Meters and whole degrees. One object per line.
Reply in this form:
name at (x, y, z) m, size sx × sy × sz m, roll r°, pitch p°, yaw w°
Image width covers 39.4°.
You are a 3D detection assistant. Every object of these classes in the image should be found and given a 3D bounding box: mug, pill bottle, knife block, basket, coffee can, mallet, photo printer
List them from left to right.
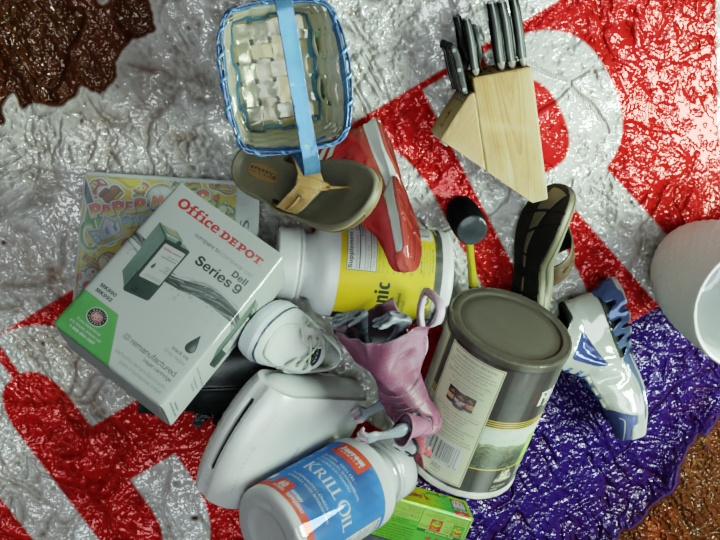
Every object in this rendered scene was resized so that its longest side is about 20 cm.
photo printer at (-0.095, 0.195, 1.168) m, size 0.199 × 0.069 × 0.167 m, roll 14°, pitch 109°, yaw -57°
basket at (-0.076, -0.202, 1.032) m, size 0.137 × 0.200 × 0.178 m, roll -9°, pitch 109°, yaw -5°
pill bottle at (-0.030, 0.258, 1.141) m, size 0.199 × 0.112 × 0.114 m, roll -23°, pitch 115°, yaw -42°
pill bottle at (0.000, 0.000, 1.155) m, size 0.198 × 0.111 × 0.113 m, roll 6°, pitch 107°, yaw -9°
mallet at (0.136, 0.014, 1.201) m, size 0.041 × 0.066 × 0.202 m, roll -10°, pitch 109°, yaw -3°
coffee can at (0.144, 0.143, 1.177) m, size 0.145 × 0.147 × 0.202 m, roll 10°, pitch 121°, yaw -11°
knife block at (0.169, -0.200, 1.139) m, size 0.199 × 0.064 × 0.176 m, roll 32°, pitch 101°, yaw -16°
mug at (0.440, -0.003, 1.179) m, size 0.200 × 0.176 × 0.148 m, roll -42°, pitch 108°, yaw 6°

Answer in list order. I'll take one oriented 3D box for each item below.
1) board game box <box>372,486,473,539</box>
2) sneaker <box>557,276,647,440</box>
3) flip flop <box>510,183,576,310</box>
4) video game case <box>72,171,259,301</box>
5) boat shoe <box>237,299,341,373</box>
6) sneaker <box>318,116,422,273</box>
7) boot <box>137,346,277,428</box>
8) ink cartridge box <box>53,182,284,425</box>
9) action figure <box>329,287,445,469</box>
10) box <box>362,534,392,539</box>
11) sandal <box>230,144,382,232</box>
board game box at (0.034, 0.325, 1.295) m, size 0.198 × 0.048 × 0.103 m, roll 19°, pitch 105°, yaw -12°
sneaker at (0.283, 0.115, 1.253) m, size 0.114 × 0.081 × 0.202 m, roll -14°, pitch 102°, yaw 1°
flip flop at (0.225, -0.009, 1.205) m, size 0.057 × 0.081 × 0.202 m, roll -4°, pitch 112°, yaw -24°
video game case at (-0.213, -0.017, 1.116) m, size 0.197 × 0.023 × 0.184 m, roll 3°, pitch 72°, yaw -8°
boat shoe at (-0.068, 0.080, 1.125) m, size 0.066 × 0.200 × 0.074 m, roll 32°, pitch 97°, yaw 17°
sneaker at (-0.005, -0.068, 1.112) m, size 0.114 × 0.202 × 0.079 m, roll -20°, pitch 143°, yaw 11°
boot at (-0.176, 0.094, 1.181) m, size 0.160 × 0.073 × 0.200 m, roll 4°, pitch 112°, yaw -7°
ink cartridge box at (-0.192, 0.032, 1.042) m, size 0.145 × 0.084 × 0.201 m, roll 34°, pitch 70°, yaw 10°
action figure at (0.047, 0.126, 1.117) m, size 0.148 × 0.134 × 0.201 m, roll -27°, pitch 110°, yaw -3°
box at (-0.052, 0.403, 1.227) m, size 0.198 × 0.118 × 0.197 m, roll 19°, pitch 138°, yaw -12°
sandal at (-0.069, -0.095, 1.079) m, size 0.198 × 0.054 × 0.081 m, roll 20°, pitch 91°, yaw 30°
